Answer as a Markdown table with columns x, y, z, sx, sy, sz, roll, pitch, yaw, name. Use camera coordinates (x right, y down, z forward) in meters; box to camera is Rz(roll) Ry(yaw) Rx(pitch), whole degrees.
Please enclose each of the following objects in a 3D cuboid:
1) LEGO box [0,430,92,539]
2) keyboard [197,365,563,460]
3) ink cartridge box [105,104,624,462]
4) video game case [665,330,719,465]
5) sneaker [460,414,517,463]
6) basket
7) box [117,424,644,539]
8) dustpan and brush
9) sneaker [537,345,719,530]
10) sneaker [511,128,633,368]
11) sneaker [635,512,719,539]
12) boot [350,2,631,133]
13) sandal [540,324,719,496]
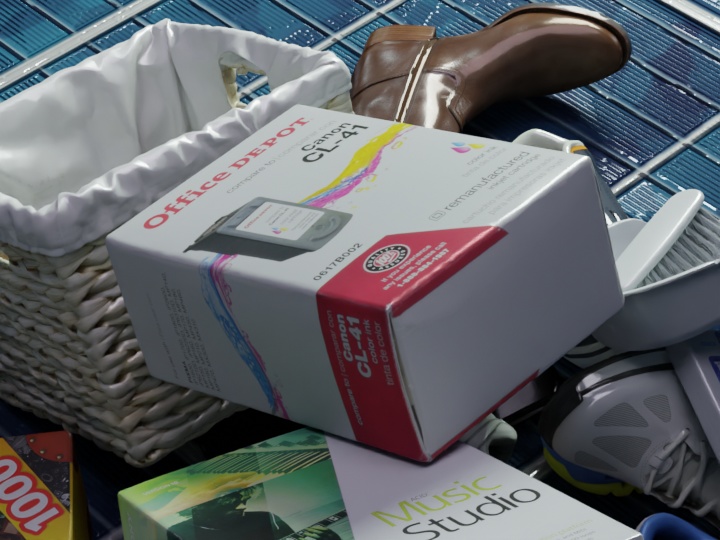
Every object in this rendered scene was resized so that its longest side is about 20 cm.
| x | y | z | sx | sy | sz | roll | pitch | yaw | name |
| --- | --- | --- | --- | --- | --- | --- | --- | --- | --- |
| -0.209 | 0.183 | 1.141 | 0.147 | 0.078 | 0.201 | -7 | 42 | -2 | LEGO box |
| 0.008 | 0.076 | 1.286 | 0.199 | 0.040 | 0.105 | -23 | 65 | -18 | keyboard |
| 0.000 | 0.000 | 1.086 | 0.199 | 0.086 | 0.147 | 14 | 41 | 43 | ink cartridge box |
| 0.258 | 0.091 | 1.164 | 0.199 | 0.018 | 0.144 | 1 | 53 | -34 | video game case |
| 0.035 | 0.137 | 1.179 | 0.099 | 0.078 | 0.201 | 20 | 53 | 1 | sneaker |
| -0.114 | -0.019 | 1.257 | 0.199 | 0.162 | 0.198 | -29 | 26 | -27 | basket |
| 0.004 | 0.115 | 0.968 | 0.143 | 0.037 | 0.200 | -17 | 20 | -28 | box |
| 0.131 | 0.009 | 1.133 | 0.139 | 0.057 | 0.200 | -2 | 35 | 49 | dustpan and brush |
| 0.190 | 0.105 | 1.162 | 0.199 | 0.076 | 0.116 | 7 | 41 | -30 | sneaker |
| 0.115 | -0.016 | 1.293 | 0.078 | 0.080 | 0.200 | -36 | 22 | 8 | sneaker |
| 0.200 | 0.185 | 1.105 | 0.199 | 0.083 | 0.074 | 27 | 49 | 27 | sneaker |
| 0.065 | -0.080 | 1.420 | 0.185 | 0.065 | 0.201 | -5 | 37 | 19 | boot |
| 0.178 | 0.047 | 1.256 | 0.199 | 0.087 | 0.079 | -32 | 53 | -24 | sandal |
